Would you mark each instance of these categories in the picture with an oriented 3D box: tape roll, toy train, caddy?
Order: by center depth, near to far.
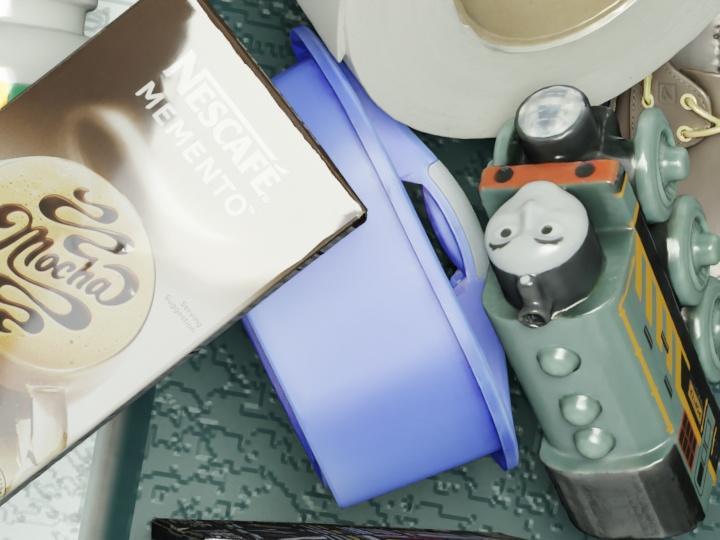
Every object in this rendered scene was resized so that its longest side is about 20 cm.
[{"bbox_3d":[0.067,-0.148,1.059,0.202,0.203,0.071,-27,55,-8],"label":"tape roll"},{"bbox_3d":[0.100,0.020,1.097,0.085,0.200,0.114,-3,49,21],"label":"toy train"},{"bbox_3d":[0.000,0.000,1.101,0.105,0.141,0.200,-26,95,-5],"label":"caddy"}]

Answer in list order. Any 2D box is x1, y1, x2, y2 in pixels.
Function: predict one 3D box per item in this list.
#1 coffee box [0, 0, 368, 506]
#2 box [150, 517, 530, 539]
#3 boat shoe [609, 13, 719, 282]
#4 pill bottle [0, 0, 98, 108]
[{"bbox_3d":[-0.108,-0.003,0.992,0.200,0.080,0.113,-39,89,1],"label":"coffee box"},{"bbox_3d":[0.002,0.128,1.073,0.158,0.200,0.050,4,86,-10],"label":"box"},{"bbox_3d":[0.148,-0.085,1.165,0.072,0.060,0.200,3,90,-10],"label":"boat shoe"},{"bbox_3d":[-0.152,-0.038,1.090,0.113,0.113,0.200,5,89,-9],"label":"pill bottle"}]
